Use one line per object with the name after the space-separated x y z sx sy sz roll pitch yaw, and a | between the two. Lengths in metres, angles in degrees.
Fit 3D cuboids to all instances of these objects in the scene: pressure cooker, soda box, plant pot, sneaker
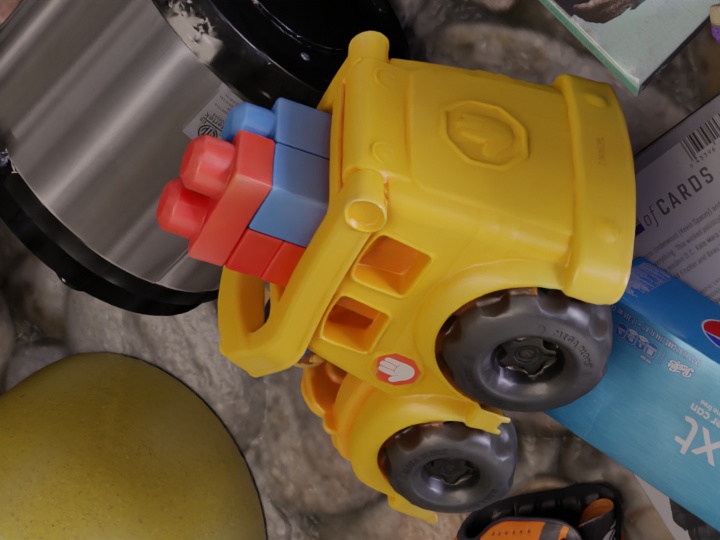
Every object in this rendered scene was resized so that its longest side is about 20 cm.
-0.097 -0.079 0.935 0.200 0.178 0.176 -43 81 29 | pressure cooker
0.178 0.077 0.847 0.199 0.064 0.068 34 115 21 | soda box
-0.171 0.157 1.048 0.198 0.142 0.202 6 103 29 | plant pot
0.122 0.172 0.920 0.199 0.077 0.113 21 111 25 | sneaker

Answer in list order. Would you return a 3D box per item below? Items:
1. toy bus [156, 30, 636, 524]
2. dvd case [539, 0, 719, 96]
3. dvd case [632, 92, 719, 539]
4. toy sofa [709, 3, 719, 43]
0.000 0.000 0.837 0.190 0.137 0.201 14 137 -16 | toy bus
0.135 -0.194 0.812 0.200 0.022 0.146 -44 80 0 | dvd case
0.172 0.038 0.894 0.150 0.025 0.201 -37 81 31 | dvd case
0.204 -0.072 0.750 0.097 0.200 0.084 -4 99 24 | toy sofa
